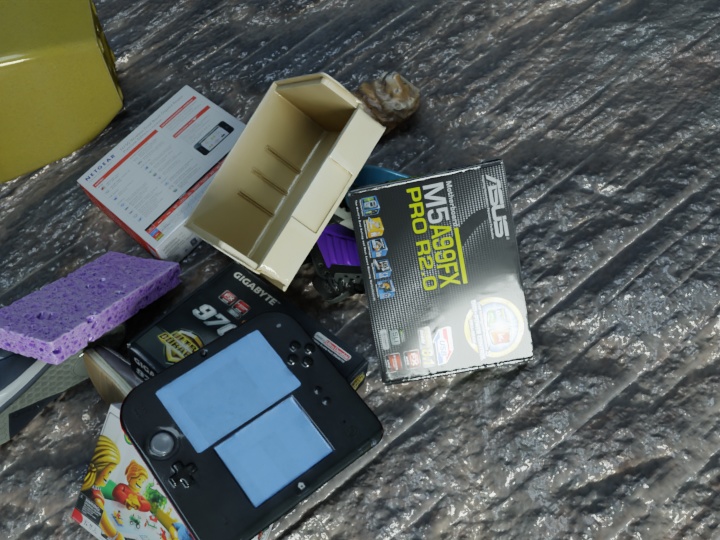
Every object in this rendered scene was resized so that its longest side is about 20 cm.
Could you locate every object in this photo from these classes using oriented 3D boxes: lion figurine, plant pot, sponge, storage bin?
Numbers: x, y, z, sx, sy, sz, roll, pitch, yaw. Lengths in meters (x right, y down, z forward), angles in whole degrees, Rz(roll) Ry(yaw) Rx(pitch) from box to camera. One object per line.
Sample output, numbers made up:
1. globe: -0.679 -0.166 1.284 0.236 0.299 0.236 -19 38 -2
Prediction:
1. lion figurine: -0.018 -0.172 0.988 0.121 0.073 0.202 32 84 20
2. plant pot: -0.441 -0.277 1.071 0.196 0.197 0.196 -18 56 -7
3. sponge: -0.304 0.034 0.874 0.110 0.030 0.200 10 29 26
4. storage bin: -0.086 -0.098 0.847 0.202 0.093 0.198 -58 23 -4

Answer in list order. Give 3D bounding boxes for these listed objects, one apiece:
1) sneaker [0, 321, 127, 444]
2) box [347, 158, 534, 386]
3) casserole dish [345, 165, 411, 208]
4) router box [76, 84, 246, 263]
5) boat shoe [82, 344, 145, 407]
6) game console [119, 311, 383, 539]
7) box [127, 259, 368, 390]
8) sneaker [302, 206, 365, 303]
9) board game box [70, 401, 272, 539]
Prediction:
1. sneaker: -0.379 0.081 0.898 0.201 0.077 0.146 -37 60 -11
2. box: 0.081 0.002 0.792 0.157 0.044 0.204 -9 98 6
3. casserole dish: 0.067 -0.069 0.875 0.197 0.039 0.121 20 21 11
4. router box: -0.233 -0.126 1.010 0.179 0.049 0.200 36 72 29
5. boat shoe: -0.216 0.139 0.834 0.198 0.073 0.065 32 52 26
6. game console: -0.102 0.139 0.725 0.198 0.031 0.177 -31 60 -28
7. box: -0.115 0.098 0.808 0.199 0.046 0.159 35 53 20
8. sneaker: 0.000 0.000 0.875 0.198 0.070 0.100 27 75 29
9. board game box: -0.181 0.229 0.750 0.198 0.034 0.128 25 99 24
